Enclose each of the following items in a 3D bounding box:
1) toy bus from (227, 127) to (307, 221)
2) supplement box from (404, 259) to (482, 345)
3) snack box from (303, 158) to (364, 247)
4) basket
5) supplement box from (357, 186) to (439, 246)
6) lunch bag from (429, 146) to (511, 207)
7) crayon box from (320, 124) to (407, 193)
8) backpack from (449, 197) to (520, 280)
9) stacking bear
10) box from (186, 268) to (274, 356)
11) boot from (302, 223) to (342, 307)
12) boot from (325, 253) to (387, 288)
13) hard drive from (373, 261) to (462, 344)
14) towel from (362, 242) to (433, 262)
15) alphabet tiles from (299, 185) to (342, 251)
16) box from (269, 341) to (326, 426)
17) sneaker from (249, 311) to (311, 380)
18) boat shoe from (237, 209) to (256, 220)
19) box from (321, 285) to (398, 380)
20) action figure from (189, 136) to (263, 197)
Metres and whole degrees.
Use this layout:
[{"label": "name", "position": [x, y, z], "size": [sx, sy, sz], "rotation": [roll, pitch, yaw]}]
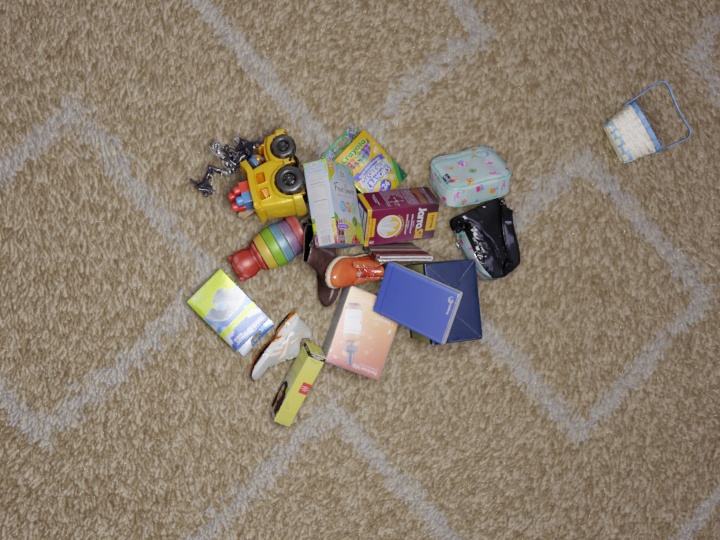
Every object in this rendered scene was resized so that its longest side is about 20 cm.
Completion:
[{"label": "toy bus", "position": [-0.231, -0.220, 1.631], "size": [0.190, 0.136, 0.202], "rotation": [-14, 76, -2]}, {"label": "supplement box", "position": [0.208, 0.077, 1.735], "size": [0.133, 0.200, 0.202], "rotation": [-5, 90, -11]}, {"label": "snack box", "position": [-0.062, -0.158, 1.637], "size": [0.067, 0.168, 0.202], "rotation": [-11, 87, 21]}, {"label": "basket", "position": [0.792, -0.406, 1.886], "size": [0.199, 0.139, 0.177], "rotation": [-27, 95, 20]}, {"label": "supplement box", "position": [0.092, -0.140, 1.740], "size": [0.198, 0.086, 0.111], "rotation": [-8, 129, -18]}, {"label": "lunch bag", "position": [0.283, -0.252, 1.788], "size": [0.198, 0.078, 0.161], "rotation": [-13, 48, -12]}, {"label": "crayon box", "position": [0.010, -0.275, 1.778], "size": [0.200, 0.052, 0.126], "rotation": [45, 81, -7]}, {"label": "backpack", "position": [0.339, -0.073, 1.803], "size": [0.166, 0.127, 0.202], "rotation": [-25, 91, -9]}, {"label": "stacking bear", "position": [-0.232, -0.050, 1.699], "size": [0.199, 0.114, 0.122], "rotation": [-31, 95, -6]}, {"label": "box", "position": [-0.325, 0.108, 1.704], "size": [0.200, 0.048, 0.122], "rotation": [45, 81, -7]}, {"label": "boot", "position": [-0.105, -0.011, 1.686], "size": [0.072, 0.166, 0.202], "rotation": [5, 87, 25]}, {"label": "boot", "position": [0.000, 0.000, 1.691], "size": [0.199, 0.107, 0.076], "rotation": [-20, 112, -48]}, {"label": "hard drive", "position": [0.134, 0.076, 1.626], "size": [0.199, 0.025, 0.133], "rotation": [24, 105, 27]}, {"label": "towel", "position": [0.091, -0.045, 1.716], "size": [0.142, 0.200, 0.023], "rotation": [-1, 102, -11]}, {"label": "alphabet tiles", "position": [-0.078, -0.150, 1.753], "size": [0.167, 0.008, 0.201], "rotation": [-40, 112, -10]}, {"label": "box", "position": [-0.158, 0.284, 1.694], "size": [0.050, 0.075, 0.201], "rotation": [26, 97, -23]}, {"label": "sneaker", "position": [-0.198, 0.208, 1.716], "size": [0.092, 0.076, 0.201], "rotation": [40, 83, -13]}, {"label": "boat shoe", "position": [-0.219, -0.177, 1.718], "size": [0.199, 0.071, 0.065], "rotation": [-34, 95, -12]}, {"label": "box", "position": [0.002, 0.159, 1.739], "size": [0.151, 0.106, 0.202], "rotation": [20, 85, -11]}, {"label": "action figure", "position": [-0.336, -0.277, 1.677], "size": [0.200, 0.119, 0.102], "rotation": [-43, 102, -4]}]
